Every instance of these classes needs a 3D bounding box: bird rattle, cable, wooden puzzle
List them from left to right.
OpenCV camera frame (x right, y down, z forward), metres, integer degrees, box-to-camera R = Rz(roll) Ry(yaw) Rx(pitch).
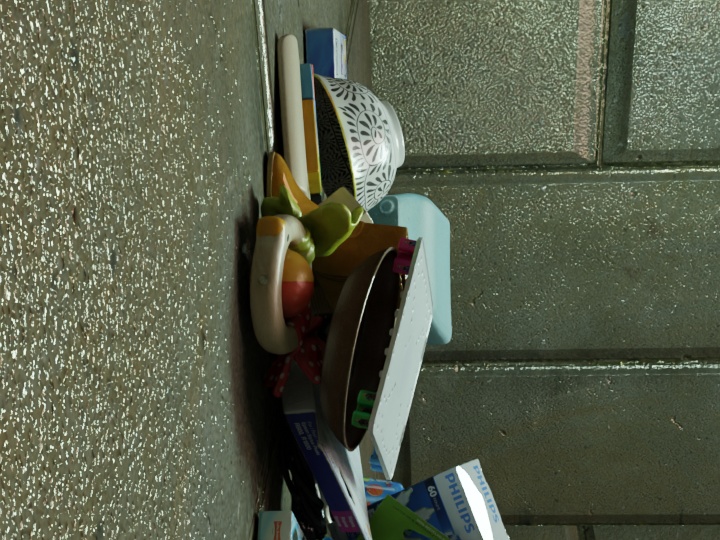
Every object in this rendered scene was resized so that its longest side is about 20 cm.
[{"bbox_3d":[-0.076,0.020,1.112,0.163,0.111,0.204,17,85,-74],"label":"bird rattle"},{"bbox_3d":[-0.064,-0.159,1.386,0.200,0.037,0.189,70,15,-77],"label":"wooden puzzle"},{"bbox_3d":[-0.061,0.224,1.335,0.201,0.050,0.165,83,7,-52],"label":"cable"}]

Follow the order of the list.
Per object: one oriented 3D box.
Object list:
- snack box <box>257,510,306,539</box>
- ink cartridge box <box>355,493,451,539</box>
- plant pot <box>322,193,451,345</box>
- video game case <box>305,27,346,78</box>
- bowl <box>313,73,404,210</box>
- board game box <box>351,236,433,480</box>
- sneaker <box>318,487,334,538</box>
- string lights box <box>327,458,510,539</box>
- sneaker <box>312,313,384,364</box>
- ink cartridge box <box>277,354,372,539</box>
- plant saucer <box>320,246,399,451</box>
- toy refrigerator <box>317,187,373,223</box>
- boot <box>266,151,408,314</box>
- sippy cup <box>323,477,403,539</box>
[{"bbox_3d":[-0.076,0.325,1.176,0.201,0.036,0.118,81,9,-65],"label":"snack box"},{"bbox_3d":[0.028,0.371,1.278,0.201,0.147,0.076,-59,173,28],"label":"ink cartridge box"},{"bbox_3d":[0.018,-0.011,1.649,0.200,0.193,0.199,53,35,-67],"label":"plant pot"},{"bbox_3d":[-0.047,-0.244,1.686,0.181,0.045,0.204,-57,146,-81],"label":"video game case"},{"bbox_3d":[0.000,-0.168,1.511,0.201,0.093,0.204,163,-90,-77],"label":"bowl"},{"bbox_3d":[0.036,0.094,1.194,0.201,0.025,0.203,74,30,-66],"label":"board game box"},{"bbox_3d":[-0.027,0.240,1.455,0.099,0.074,0.204,-168,-106,-64],"label":"sneaker"},{"bbox_3d":[0.065,0.303,1.336,0.059,0.199,0.104,-3,66,-55],"label":"string lights box"},{"bbox_3d":[-0.028,0.078,1.322,0.075,0.079,0.200,-57,-154,-4],"label":"sneaker"},{"bbox_3d":[-0.039,0.180,1.235,0.201,0.043,0.198,-98,170,-52],"label":"ink cartridge box"},{"bbox_3d":[-0.003,0.074,1.135,0.200,0.036,0.204,11,90,-78],"label":"plant saucer"},{"bbox_3d":[0.000,0.000,1.398,0.070,0.076,0.201,48,-7,46],"label":"toy refrigerator"},{"bbox_3d":[-0.020,-0.043,1.254,0.071,0.141,0.204,-80,161,-60],"label":"boot"},{"bbox_3d":[-0.002,0.344,1.603,0.179,0.128,0.142,-85,174,-60],"label":"sippy cup"}]
